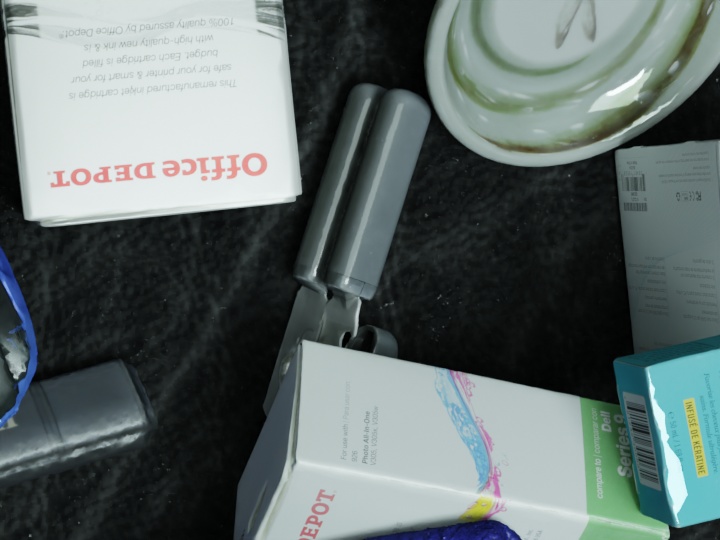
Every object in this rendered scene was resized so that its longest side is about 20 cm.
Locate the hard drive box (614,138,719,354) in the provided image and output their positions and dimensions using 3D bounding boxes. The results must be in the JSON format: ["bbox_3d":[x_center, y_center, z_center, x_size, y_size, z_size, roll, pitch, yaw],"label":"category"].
[{"bbox_3d":[0.206,0.027,1.100,0.077,0.156,0.201,-6,93,-12],"label":"hard drive box"}]

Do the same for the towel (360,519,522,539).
[{"bbox_3d":[0.003,0.195,1.044,0.199,0.050,0.148,-13,137,17],"label":"towel"}]

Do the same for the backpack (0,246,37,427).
[{"bbox_3d":[-0.248,0.008,1.000,0.162,0.168,0.200,-30,91,-7],"label":"backpack"}]

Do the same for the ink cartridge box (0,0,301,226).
[{"bbox_3d":[-0.115,-0.129,1.068,0.145,0.084,0.201,-5,93,-11],"label":"ink cartridge box"}]

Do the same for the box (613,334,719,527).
[{"bbox_3d":[0.231,0.064,1.002,0.199,0.049,0.083,-13,94,-12],"label":"box"}]

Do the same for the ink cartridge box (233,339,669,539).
[{"bbox_3d":[0.042,0.127,1.068,0.199,0.146,0.088,10,48,-11],"label":"ink cartridge box"}]

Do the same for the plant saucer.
[{"bbox_3d":[0.118,-0.148,1.098,0.199,0.050,0.201,-17,137,-17],"label":"plant saucer"}]

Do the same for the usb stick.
[{"bbox_3d":[-0.206,0.093,1.064,0.199,0.033,0.056,-15,59,-18],"label":"usb stick"}]

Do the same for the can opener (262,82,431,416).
[{"bbox_3d":[0.000,0.000,1.120,0.067,0.053,0.201,20,87,-43],"label":"can opener"}]
